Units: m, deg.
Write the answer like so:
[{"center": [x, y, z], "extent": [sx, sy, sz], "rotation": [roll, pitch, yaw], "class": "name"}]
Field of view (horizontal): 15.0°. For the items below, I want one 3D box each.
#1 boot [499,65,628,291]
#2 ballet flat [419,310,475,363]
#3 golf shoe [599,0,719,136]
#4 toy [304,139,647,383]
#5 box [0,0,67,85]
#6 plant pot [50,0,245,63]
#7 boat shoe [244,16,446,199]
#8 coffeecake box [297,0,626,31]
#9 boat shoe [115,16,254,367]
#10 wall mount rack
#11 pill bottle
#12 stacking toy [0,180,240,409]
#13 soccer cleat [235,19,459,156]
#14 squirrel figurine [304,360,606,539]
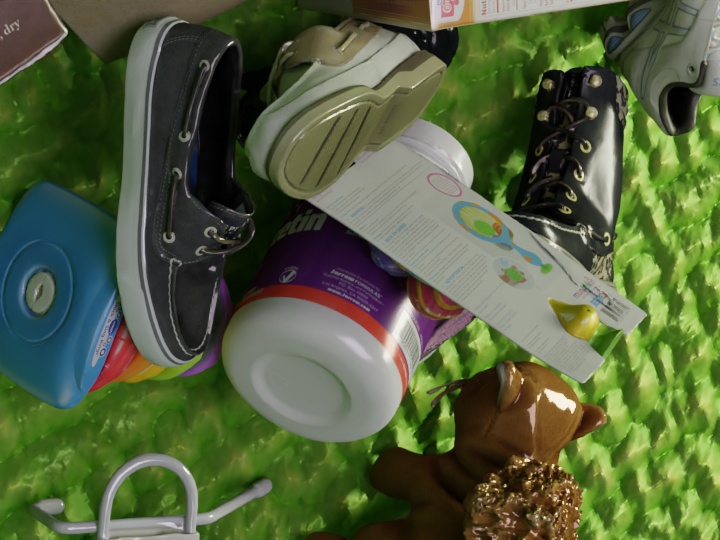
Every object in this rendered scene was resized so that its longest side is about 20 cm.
[{"center": [0.121, -0.058, 1.721], "extent": [0.204, 0.073, 0.154], "rotation": [28, 65, -68], "class": "boot"}, {"center": [0.011, 0.051, 1.732], "extent": [0.200, 0.069, 0.071], "rotation": [-33, 148, -26], "class": "ballet flat"}, {"center": [0.227, -0.161, 1.713], "extent": [0.078, 0.200, 0.097], "rotation": [-9, 65, -23], "class": "golf shoe"}, {"center": [0.058, 0.002, 1.574], "extent": [0.115, 0.200, 0.047], "rotation": [-39, 158, -58], "class": "toy"}, {"center": [-0.292, -0.169, 1.423], "extent": [0.164, 0.166, 0.200], "rotation": [-38, 118, -20], "class": "box"}, {"center": [-0.103, -0.218, 1.546], "extent": [0.200, 0.187, 0.187], "rotation": [-42, 121, 1], "class": "plant pot"}, {"center": [-0.023, -0.097, 1.549], "extent": [0.075, 0.068, 0.200], "rotation": [-59, 168, 24], "class": "boat shoe"}, {"center": [0.083, -0.200, 1.666], "extent": [0.200, 0.153, 0.073], "rotation": [-11, 106, -30], "class": "coffeecake box"}, {"center": [-0.090, -0.040, 1.517], "extent": [0.070, 0.066, 0.200], "rotation": [-16, 111, -59], "class": "boat shoe"}, {"center": [-0.121, 0.200, 1.676], "extent": [0.174, 0.075, 0.200], "rotation": [-1, 102, -30], "class": "wall mount rack"}, {"center": [0.000, 0.000, 1.654], "extent": [0.112, 0.112, 0.200], "rotation": [53, 44, -29], "class": "pill bottle"}, {"center": [-0.121, 0.027, 1.631], "extent": [0.200, 0.110, 0.116], "rotation": [13, 102, -49], "class": "stacking toy"}, {"center": [-0.013, -0.111, 1.668], "extent": [0.200, 0.081, 0.068], "rotation": [-23, 112, -27], "class": "soccer cleat"}, {"center": [0.089, 0.154, 1.721], "extent": [0.142, 0.200, 0.187], "rotation": [32, 91, -29], "class": "squirrel figurine"}]
